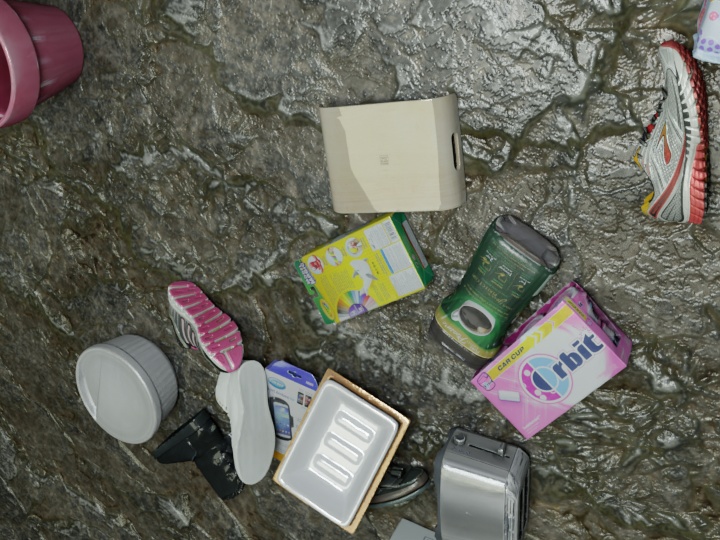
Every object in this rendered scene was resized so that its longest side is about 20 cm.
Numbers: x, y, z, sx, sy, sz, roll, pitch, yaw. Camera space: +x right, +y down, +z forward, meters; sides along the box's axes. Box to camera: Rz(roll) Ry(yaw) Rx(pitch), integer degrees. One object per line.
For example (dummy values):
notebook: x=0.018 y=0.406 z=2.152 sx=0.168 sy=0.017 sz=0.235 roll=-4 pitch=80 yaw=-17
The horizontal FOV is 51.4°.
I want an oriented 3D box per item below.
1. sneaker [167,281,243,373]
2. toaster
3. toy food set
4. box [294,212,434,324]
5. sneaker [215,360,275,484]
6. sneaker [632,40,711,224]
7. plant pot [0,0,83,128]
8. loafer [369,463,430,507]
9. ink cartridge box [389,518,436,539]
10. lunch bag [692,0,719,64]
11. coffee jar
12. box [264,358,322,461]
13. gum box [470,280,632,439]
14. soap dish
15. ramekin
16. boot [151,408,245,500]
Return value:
sneaker: x=-0.267 y=0.110 z=1.280 sx=0.200 sy=0.073 sz=0.089 roll=44 pitch=137 yaw=26
toaster: x=0.181 y=0.341 z=1.116 sx=0.126 sy=0.114 sz=0.205 roll=7 pitch=114 yaw=24
toy food set: x=0.041 y=-0.158 z=1.010 sx=0.195 sy=0.060 sz=0.147 roll=0 pitch=111 yaw=21
box: x=0.000 y=0.000 z=1.105 sx=0.197 sy=0.048 sz=0.119 roll=-22 pitch=100 yaw=33
sneaker: x=-0.201 y=0.255 z=1.290 sx=0.115 sy=0.072 sz=0.206 roll=-4 pitch=86 yaw=60
sneaker: x=0.339 y=-0.147 z=0.825 sx=0.080 sy=0.078 sz=0.205 roll=1 pitch=112 yaw=30
plant pot: x=-0.546 y=-0.339 z=1.178 sx=0.195 sy=0.179 sz=0.205 roll=12 pitch=117 yaw=23
loafer: x=0.025 y=0.351 z=1.238 sx=0.198 sy=0.071 sz=0.064 roll=-26 pitch=93 yaw=37
ink cartridge box: x=0.133 y=0.527 z=1.246 sx=0.196 sy=0.083 sz=0.150 roll=16 pitch=118 yaw=24
lunch bag: x=0.433 y=-0.266 z=0.690 sx=0.195 sy=0.127 sz=0.173 roll=18 pitch=122 yaw=13
coffee jar: x=0.173 y=0.034 z=0.997 sx=0.103 sy=0.085 sz=0.202 roll=35 pitch=124 yaw=8
box: x=-0.112 y=0.244 z=1.285 sx=0.117 sy=0.041 sz=0.205 roll=20 pitch=118 yaw=21
gum box: x=0.256 y=0.120 z=1.000 sx=0.113 sy=0.066 sz=0.200 roll=44 pitch=125 yaw=3
soap dish: x=-0.028 y=0.283 z=1.187 sx=0.155 sy=0.081 sz=0.204 roll=28 pitch=94 yaw=14
ramekin: x=-0.436 y=0.216 z=1.422 sx=0.198 sy=0.094 sz=0.207 roll=12 pitch=118 yaw=24
boot: x=-0.299 y=0.366 z=1.430 sx=0.197 sy=0.073 sz=0.164 roll=-36 pitch=95 yaw=35
